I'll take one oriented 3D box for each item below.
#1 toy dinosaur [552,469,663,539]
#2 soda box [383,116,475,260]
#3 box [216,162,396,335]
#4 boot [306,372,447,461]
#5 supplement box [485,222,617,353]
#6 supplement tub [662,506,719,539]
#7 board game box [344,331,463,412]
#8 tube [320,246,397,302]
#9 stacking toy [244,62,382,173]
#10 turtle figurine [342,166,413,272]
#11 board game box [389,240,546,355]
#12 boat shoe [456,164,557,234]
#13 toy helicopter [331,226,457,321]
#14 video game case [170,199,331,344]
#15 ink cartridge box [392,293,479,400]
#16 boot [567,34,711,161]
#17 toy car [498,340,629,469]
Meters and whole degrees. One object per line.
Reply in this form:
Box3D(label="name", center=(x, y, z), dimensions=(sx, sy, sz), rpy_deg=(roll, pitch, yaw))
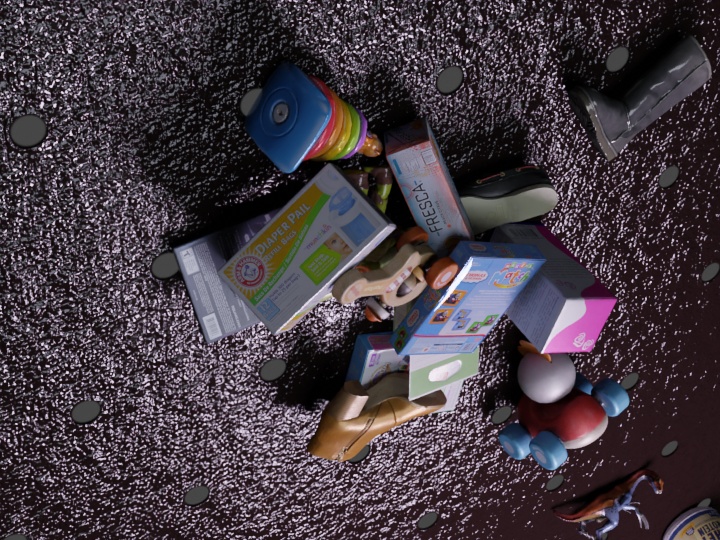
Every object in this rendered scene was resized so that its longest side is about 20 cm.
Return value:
Box3D(label="toy dinosaur", center=(0.509, 0.456, 2.321), dimensions=(0.200, 0.105, 0.182), rpy_deg=(37, 80, -32))
Box3D(label="soda box", center=(0.095, -0.104, 1.599), dimensions=(0.064, 0.068, 0.200), rpy_deg=(-18, 124, 11))
Box3D(label="box", center=(-0.067, -0.026, 1.489), dimensions=(0.200, 0.112, 0.101), rpy_deg=(-44, 176, 5))
Box3D(label="boot", center=(0.022, 0.229, 1.803), dimensions=(0.201, 0.071, 0.144), rpy_deg=(5, 129, -33))
Box3D(label="supplement box", center=(0.269, 0.023, 1.746), dimensions=(0.101, 0.200, 0.103), rpy_deg=(1, 123, -32))
Box3D(label="supplement tub", center=(0.757, 0.617, 2.514), dimensions=(0.144, 0.200, 0.145), rpy_deg=(-17, 131, -20))
Box3D(label="board game box", center=(0.074, 0.162, 1.849), dimensions=(0.200, 0.040, 0.153), rpy_deg=(-4, 126, -29))
Box3D(label="tube", center=(0.000, 0.000, 1.667), dimensions=(0.200, 0.058, 0.052), rpy_deg=(-19, 122, -19))
Box3D(label="stacking toy", center=(-0.035, -0.176, 1.487), dimensions=(0.200, 0.116, 0.110), rpy_deg=(12, 120, -50))
Box3D(label="turtle figurine", center=(0.005, -0.054, 1.577), dimensions=(0.200, 0.064, 0.161), rpy_deg=(-11, 107, -30))
Box3D(label="board game box", center=(0.150, 0.042, 1.664), dimensions=(0.151, 0.037, 0.200), rpy_deg=(2, 136, -40))
Box3D(label="boat shoe", center=(0.178, -0.101, 1.692), dimensions=(0.201, 0.063, 0.074), rpy_deg=(-13, 136, -4))
Box3D(label="toy helicopter", center=(0.027, 0.020, 1.535), dimensions=(0.200, 0.079, 0.132), rpy_deg=(-8, 139, -53))
Box3D(label="video game case", center=(-0.136, -0.003, 1.572), dimensions=(0.200, 0.019, 0.143), rpy_deg=(-23, 112, -16))
Box3D(label="ink cartridge box", center=(0.117, 0.079, 1.765), dimensions=(0.145, 0.048, 0.200), rpy_deg=(-17, 122, -34))
Box3D(label="boot", center=(0.405, -0.264, 1.697), dimensions=(0.200, 0.073, 0.182), rpy_deg=(-36, 149, 8))
Box3D(label="toy car", center=(0.309, 0.192, 1.969), dimensions=(0.184, 0.177, 0.200), rpy_deg=(-35, 107, -21))
